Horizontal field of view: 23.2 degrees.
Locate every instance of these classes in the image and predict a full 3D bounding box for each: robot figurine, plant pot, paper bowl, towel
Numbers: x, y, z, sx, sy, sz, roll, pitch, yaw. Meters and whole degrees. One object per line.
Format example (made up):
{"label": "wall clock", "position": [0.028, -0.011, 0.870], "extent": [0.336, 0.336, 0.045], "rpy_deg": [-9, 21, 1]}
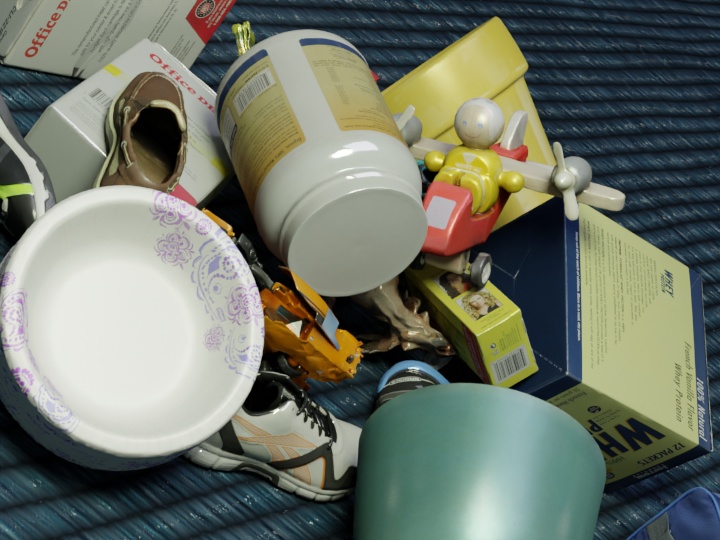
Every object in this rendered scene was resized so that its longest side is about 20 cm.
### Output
{"label": "robot figurine", "position": [-0.100, 0.030, 1.419], "extent": [0.200, 0.145, 0.058], "rpy_deg": [43, 42, -16]}
{"label": "plant pot", "position": [0.110, -0.131, 1.824], "extent": [0.190, 0.200, 0.201], "rpy_deg": [56, 30, -6]}
{"label": "paper bowl", "position": [-0.179, 0.047, 1.292], "extent": [0.199, 0.104, 0.202], "rpy_deg": [8, 71, -24]}
{"label": "towel", "position": [-0.083, -0.129, 1.634], "extent": [0.086, 0.018, 0.202], "rpy_deg": [28, 47, -86]}
{"label": "plant pot", "position": [0.083, 0.213, 1.345], "extent": [0.200, 0.200, 0.162], "rpy_deg": [30, 46, -18]}

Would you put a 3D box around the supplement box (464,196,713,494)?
{"label": "supplement box", "position": [0.214, 0.072, 1.653], "extent": [0.199, 0.134, 0.201], "rpy_deg": [27, 50, -32]}

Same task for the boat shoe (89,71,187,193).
{"label": "boat shoe", "position": [-0.164, -0.106, 1.415], "extent": [0.074, 0.075, 0.203], "rpy_deg": [30, 35, -21]}

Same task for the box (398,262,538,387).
{"label": "box", "position": [0.086, 0.028, 1.589], "extent": [0.200, 0.050, 0.076], "rpy_deg": [46, -20, 51]}

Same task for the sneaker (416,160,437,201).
{"label": "sneaker", "position": [0.039, -0.070, 1.679], "extent": [0.199, 0.091, 0.078], "rpy_deg": [-21, 69, -15]}

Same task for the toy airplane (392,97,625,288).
{"label": "toy airplane", "position": [0.111, -0.095, 1.559], "extent": [0.198, 0.142, 0.200], "rpy_deg": [-12, 38, -15]}

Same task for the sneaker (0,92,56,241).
{"label": "sneaker", "position": [-0.312, -0.083, 1.413], "extent": [0.082, 0.072, 0.201], "rpy_deg": [-19, 62, -28]}

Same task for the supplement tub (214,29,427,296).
{"label": "supplement tub", "position": [-0.032, -0.091, 1.474], "extent": [0.144, 0.145, 0.201], "rpy_deg": [15, 37, -37]}

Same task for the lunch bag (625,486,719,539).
{"label": "lunch bag", "position": [0.318, 0.302, 1.542], "extent": [0.132, 0.136, 0.201], "rpy_deg": [18, 39, -33]}

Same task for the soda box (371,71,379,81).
{"label": "soda box", "position": [-0.055, -0.173, 1.799], "extent": [0.070, 0.063, 0.200], "rpy_deg": [42, 30, 2]}

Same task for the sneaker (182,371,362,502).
{"label": "sneaker", "position": [-0.055, 0.128, 1.399], "extent": [0.199, 0.080, 0.074], "rpy_deg": [17, 36, -38]}

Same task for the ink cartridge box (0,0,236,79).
{"label": "ink cartridge box", "position": [-0.232, -0.254, 1.621], "extent": [0.199, 0.144, 0.084], "rpy_deg": [5, 44, -46]}

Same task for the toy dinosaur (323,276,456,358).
{"label": "toy dinosaur", "position": [0.000, 0.000, 1.586], "extent": [0.201, 0.085, 0.136], "rpy_deg": [66, 9, 31]}

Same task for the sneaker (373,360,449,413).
{"label": "sneaker", "position": [0.091, 0.165, 1.539], "extent": [0.199, 0.071, 0.083], "rpy_deg": [39, 44, -2]}

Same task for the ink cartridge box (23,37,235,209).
{"label": "ink cartridge box", "position": [-0.193, -0.102, 1.531], "extent": [0.145, 0.083, 0.200], "rpy_deg": [42, 31, -2]}

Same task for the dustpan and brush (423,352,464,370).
{"label": "dustpan and brush", "position": [0.103, 0.055, 1.683], "extent": [0.140, 0.057, 0.200], "rpy_deg": [49, 46, 2]}
